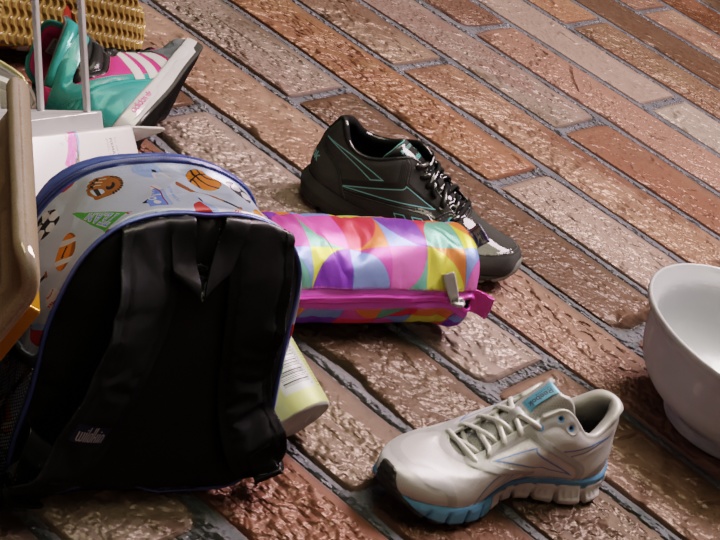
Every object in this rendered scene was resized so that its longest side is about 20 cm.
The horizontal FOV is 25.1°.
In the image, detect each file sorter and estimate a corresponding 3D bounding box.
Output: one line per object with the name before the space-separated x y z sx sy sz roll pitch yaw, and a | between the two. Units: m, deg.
file sorter | -0.293 -0.149 1.075 0.199 0.126 0.138 4 12 37

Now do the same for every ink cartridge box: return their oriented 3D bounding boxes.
ink cartridge box | -0.218 -0.045 1.054 0.116 0.068 0.200 -15 1 31

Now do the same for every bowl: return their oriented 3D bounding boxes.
bowl | 0.297 0.087 1.252 0.200 0.091 0.202 17 28 -9

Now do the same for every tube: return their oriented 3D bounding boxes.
tube | -0.089 0.016 1.060 0.052 0.058 0.201 -25 75 -18

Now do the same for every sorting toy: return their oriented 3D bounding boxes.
sorting toy | -0.221 0.017 0.876 0.036 0.200 0.186 26 26 -28

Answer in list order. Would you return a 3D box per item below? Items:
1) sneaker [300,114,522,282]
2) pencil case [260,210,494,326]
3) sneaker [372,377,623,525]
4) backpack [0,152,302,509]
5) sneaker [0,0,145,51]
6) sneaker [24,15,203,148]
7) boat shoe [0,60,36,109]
sneaker | 0.047 -0.057 1.334 0.199 0.080 0.075 26 28 4
pencil case | 0.000 0.000 1.197 0.199 0.089 0.089 1 34 -32
sneaker | 0.096 0.109 1.072 0.199 0.087 0.075 -5 39 -39
backpack | -0.125 0.027 0.938 0.199 0.191 0.154 -1 38 -38
sneaker | -0.273 -0.221 1.391 0.090 0.076 0.199 13 5 34
sneaker | -0.212 -0.165 1.336 0.120 0.084 0.200 32 29 -3
boat shoe | -0.343 -0.149 1.220 0.200 0.073 0.060 20 18 -6
